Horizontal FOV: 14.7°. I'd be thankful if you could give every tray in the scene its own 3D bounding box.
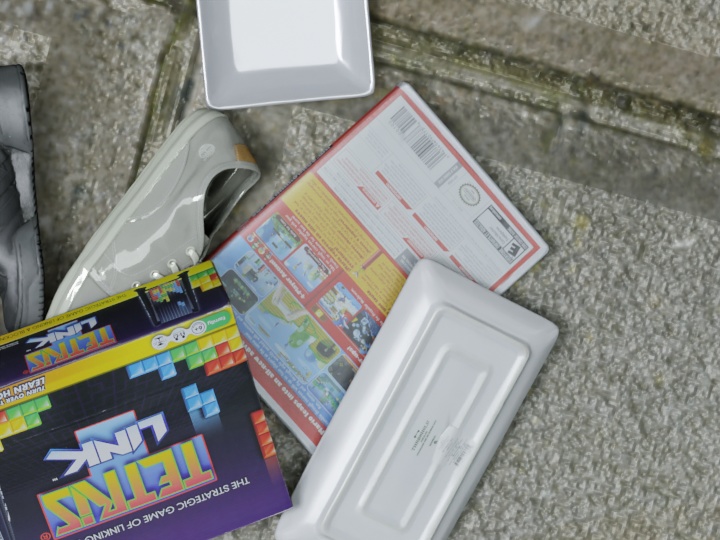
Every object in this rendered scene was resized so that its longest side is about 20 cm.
[{"bbox_3d":[0.038,0.103,1.746,0.107,0.022,0.200,26,95,-21],"label":"tray"},{"bbox_3d":[-0.052,-0.203,1.720,0.107,0.022,0.201,-6,97,-7],"label":"tray"}]

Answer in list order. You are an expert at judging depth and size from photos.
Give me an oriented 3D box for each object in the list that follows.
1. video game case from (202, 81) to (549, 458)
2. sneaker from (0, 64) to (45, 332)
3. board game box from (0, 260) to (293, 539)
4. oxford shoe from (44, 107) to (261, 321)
[{"bbox_3d":[0.000,0.000,1.751,0.200,0.017,0.143,-42,100,-3],"label":"video game case"},{"bbox_3d":[-0.248,-0.056,1.690,0.104,0.060,0.201,-5,93,-7],"label":"sneaker"},{"bbox_3d":[-0.157,0.103,1.685,0.199,0.057,0.166,-20,125,-6],"label":"board game box"},{"bbox_3d":[-0.129,-0.006,1.700,0.058,0.075,0.200,35,86,16],"label":"oxford shoe"}]
